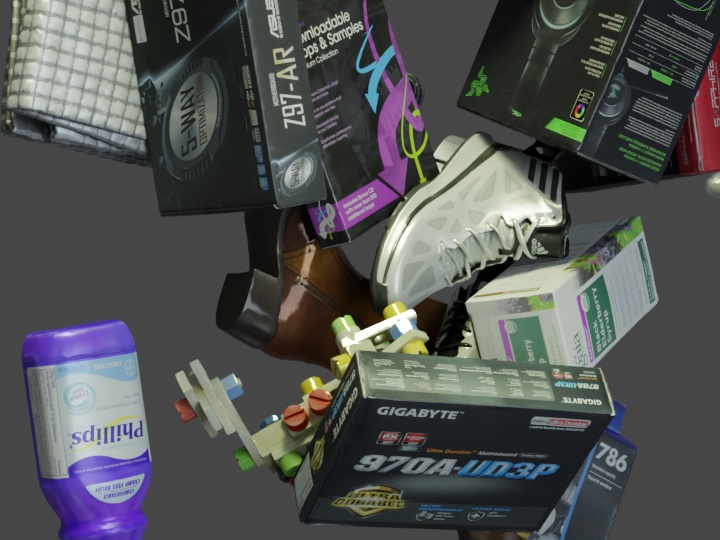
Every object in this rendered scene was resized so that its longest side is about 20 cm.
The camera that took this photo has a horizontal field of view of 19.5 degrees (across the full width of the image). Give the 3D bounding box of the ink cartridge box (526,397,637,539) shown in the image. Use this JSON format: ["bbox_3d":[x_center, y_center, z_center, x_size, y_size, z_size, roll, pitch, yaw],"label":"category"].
[{"bbox_3d":[0.174,0.187,1.784,0.099,0.039,0.200,28,71,-28],"label":"ink cartridge box"}]

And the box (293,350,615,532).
[{"bbox_3d":[0.067,0.130,1.557,0.200,0.159,0.046,5,48,-20],"label":"box"}]

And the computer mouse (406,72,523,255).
[{"bbox_3d":[0.092,-0.076,1.745,0.200,0.044,0.110,25,73,-29],"label":"computer mouse"}]

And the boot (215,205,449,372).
[{"bbox_3d":[0.000,0.000,1.668,0.200,0.068,0.189,25,71,-31],"label":"boot"}]

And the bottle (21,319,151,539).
[{"bbox_3d":[-0.195,0.139,1.530,0.083,0.065,0.201,-8,91,-34],"label":"bottle"}]

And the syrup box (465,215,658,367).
[{"bbox_3d":[0.164,0.026,1.681,0.200,0.081,0.079,-36,114,-58],"label":"syrup box"}]

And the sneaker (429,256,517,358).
[{"bbox_3d":[0.084,0.057,1.689,0.200,0.074,0.080,-48,126,-53],"label":"sneaker"}]

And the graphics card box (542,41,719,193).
[{"bbox_3d":[0.225,-0.133,1.743,0.051,0.200,0.126,-7,89,-33],"label":"graphics card box"}]

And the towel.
[{"bbox_3d":[-0.172,-0.164,1.558,0.200,0.086,0.166,11,82,-34],"label":"towel"}]

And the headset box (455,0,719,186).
[{"bbox_3d":[0.184,-0.177,1.649,0.093,0.174,0.200,19,97,-35],"label":"headset box"}]

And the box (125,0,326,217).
[{"bbox_3d":[-0.098,-0.141,1.461,0.043,0.160,0.200,-13,97,-35],"label":"box"}]

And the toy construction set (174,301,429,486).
[{"bbox_3d":[-0.037,0.097,1.589,0.200,0.131,0.092,-15,65,3],"label":"toy construction set"}]

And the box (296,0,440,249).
[{"bbox_3d":[-0.013,-0.135,1.616,0.143,0.036,0.200,-34,108,-50],"label":"box"}]

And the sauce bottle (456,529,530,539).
[{"bbox_3d":[0.116,0.181,1.694,0.065,0.065,0.200,10,111,-32],"label":"sauce bottle"}]

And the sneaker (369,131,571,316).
[{"bbox_3d":[0.096,-0.027,1.634,0.201,0.115,0.076,-50,148,-34],"label":"sneaker"}]
